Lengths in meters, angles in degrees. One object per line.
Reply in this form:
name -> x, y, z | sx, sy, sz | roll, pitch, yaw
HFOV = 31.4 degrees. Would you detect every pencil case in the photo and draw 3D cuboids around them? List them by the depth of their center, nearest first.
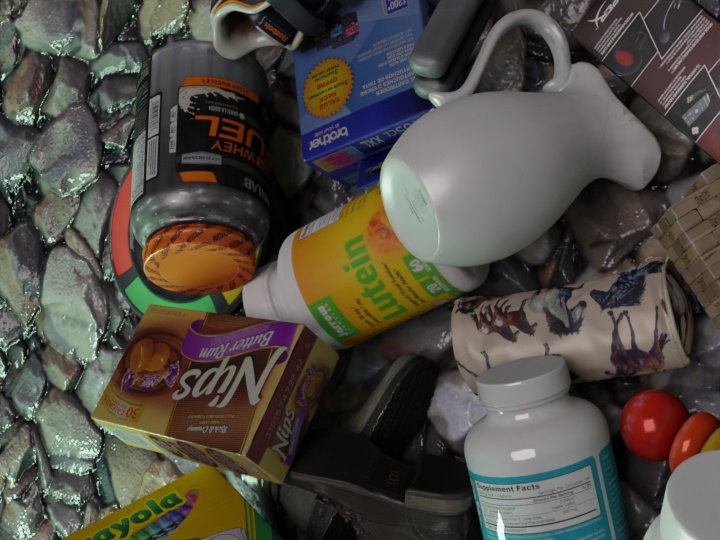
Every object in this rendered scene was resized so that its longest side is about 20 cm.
pencil case -> 0.163, 0.044, 1.003 | 0.198, 0.078, 0.090 | -12, 58, 30

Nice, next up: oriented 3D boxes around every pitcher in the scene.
pitcher -> 0.105, -0.103, 0.973 | 0.173, 0.199, 0.121 | 60, 156, 12

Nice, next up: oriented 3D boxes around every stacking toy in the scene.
stacking toy -> 0.275, 0.148, 0.929 | 0.199, 0.085, 0.086 | 26, 98, 36

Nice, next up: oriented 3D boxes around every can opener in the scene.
can opener -> 0.106, -0.219, 1.030 | 0.066, 0.054, 0.201 | 16, 60, 21

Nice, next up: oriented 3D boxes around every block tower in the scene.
block tower -> 0.285, 0.026, 0.916 | 0.057, 0.054, 0.201 | -29, 79, -9

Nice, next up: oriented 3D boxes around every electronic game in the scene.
electronic game -> -0.166, -0.040, 1.232 | 0.198, 0.041, 0.203 | -3, 84, 31

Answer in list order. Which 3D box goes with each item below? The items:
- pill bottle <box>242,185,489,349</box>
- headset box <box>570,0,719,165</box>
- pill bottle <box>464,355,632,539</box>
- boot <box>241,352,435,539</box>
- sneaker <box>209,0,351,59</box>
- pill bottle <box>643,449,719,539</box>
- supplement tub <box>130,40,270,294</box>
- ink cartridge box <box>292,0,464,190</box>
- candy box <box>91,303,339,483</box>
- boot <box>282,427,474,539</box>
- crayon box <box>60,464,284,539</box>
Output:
pill bottle -> 0.000, 0.000, 1.086 | 0.199, 0.111, 0.112 | -26, 72, 26
headset box -> 0.266, -0.123, 0.916 | 0.200, 0.148, 0.075 | 47, 109, 25
pill bottle -> 0.141, 0.170, 0.955 | 0.110, 0.111, 0.202 | -9, 98, 30
boot -> -0.029, 0.134, 1.120 | 0.130, 0.067, 0.201 | 37, 104, 34
sneaker -> -0.047, -0.236, 1.066 | 0.199, 0.078, 0.080 | -23, 48, 38
pill bottle -> 0.242, 0.226, 0.864 | 0.113, 0.114, 0.202 | 25, 133, 30
supplement tub -> -0.139, -0.089, 1.123 | 0.122, 0.122, 0.202 | -19, 60, 28
ink cartridge box -> 0.016, -0.163, 1.097 | 0.135, 0.076, 0.202 | -20, 67, 28
candy box -> -0.123, 0.098, 1.062 | 0.199, 0.056, 0.118 | 5, 62, 44
boot -> 0.012, 0.228, 1.042 | 0.198, 0.069, 0.176 | 11, 119, 20
crayon box -> -0.162, 0.262, 1.041 | 0.172, 0.199, 0.059 | 35, 140, 45
